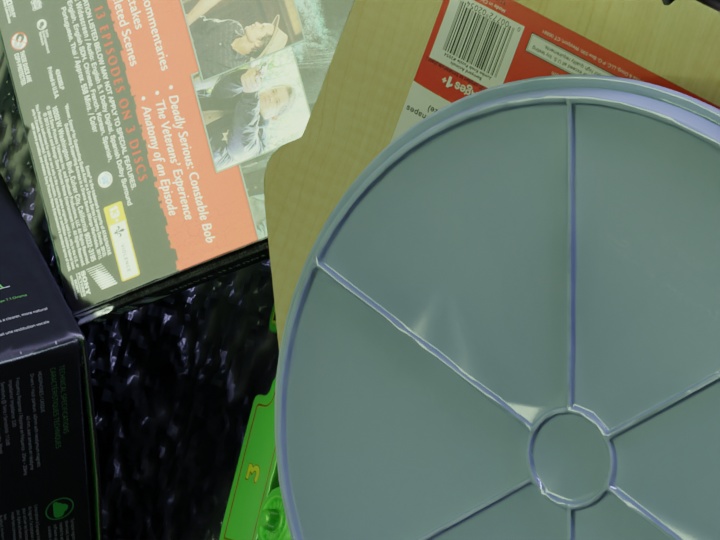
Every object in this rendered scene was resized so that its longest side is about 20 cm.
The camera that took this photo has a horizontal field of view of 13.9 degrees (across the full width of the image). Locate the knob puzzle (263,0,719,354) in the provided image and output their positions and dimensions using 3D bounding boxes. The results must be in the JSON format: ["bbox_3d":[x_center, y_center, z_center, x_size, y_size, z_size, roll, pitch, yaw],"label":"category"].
[{"bbox_3d":[0.056,0.012,0.827,0.219,0.030,0.221,4,97,32],"label":"knob puzzle"}]

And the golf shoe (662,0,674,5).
[{"bbox_3d":[0.093,-0.166,0.782,0.078,0.095,0.201,5,61,36],"label":"golf shoe"}]

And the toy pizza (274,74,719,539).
[{"bbox_3d":[0.063,0.048,0.789,0.200,0.032,0.201,5,98,34],"label":"toy pizza"}]

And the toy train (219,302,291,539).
[{"bbox_3d":[0.000,0.000,0.914,0.056,0.042,0.201,8,83,60],"label":"toy train"}]

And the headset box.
[{"bbox_3d":[-0.162,0.030,0.984,0.175,0.092,0.200,91,156,-43],"label":"headset box"}]

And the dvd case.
[{"bbox_3d":[-0.015,-0.083,0.891,0.199,0.022,0.146,-22,74,18],"label":"dvd case"}]
